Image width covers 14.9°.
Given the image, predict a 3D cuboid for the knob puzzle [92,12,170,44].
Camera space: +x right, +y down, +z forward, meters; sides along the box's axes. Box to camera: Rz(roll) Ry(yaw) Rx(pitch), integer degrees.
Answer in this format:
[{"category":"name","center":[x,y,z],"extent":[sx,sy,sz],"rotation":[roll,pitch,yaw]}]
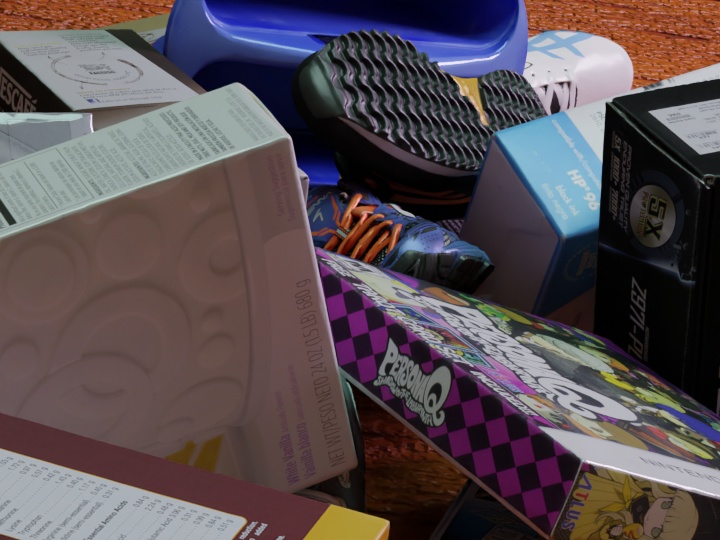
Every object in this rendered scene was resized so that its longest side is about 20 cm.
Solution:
[{"category":"knob puzzle","center":[-0.063,-0.112,1.548],"extent":[0.218,0.031,0.220],"rotation":[-11,23,5]}]

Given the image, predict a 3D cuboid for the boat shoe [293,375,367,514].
[{"category":"boat shoe","center":[-0.032,0.090,1.062],"extent":[0.072,0.062,0.200],"rotation":[11,23,-2]}]

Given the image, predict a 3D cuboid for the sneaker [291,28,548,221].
[{"category":"sneaker","center":[0.017,-0.053,1.280],"extent":[0.200,0.090,0.070],"rotation":[6,55,-57]}]

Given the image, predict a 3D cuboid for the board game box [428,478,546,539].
[{"category":"board game box","center":[0.133,0.121,1.083],"extent":[0.199,0.035,0.126],"rotation":[14,22,14]}]

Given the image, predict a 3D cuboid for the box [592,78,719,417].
[{"category":"box","center":[0.207,-0.001,1.197],"extent":[0.199,0.165,0.086],"rotation":[-11,31,-21]}]

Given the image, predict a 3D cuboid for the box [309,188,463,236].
[{"category":"box","center":[0.035,-0.017,1.391],"extent":[0.199,0.036,0.143],"rotation":[-1,24,-19]}]

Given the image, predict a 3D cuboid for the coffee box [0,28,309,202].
[{"category":"coffee box","center":[-0.106,-0.027,1.257],"extent":[0.079,0.114,0.200],"rotation":[-4,25,-28]}]

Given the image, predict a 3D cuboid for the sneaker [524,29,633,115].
[{"category":"sneaker","center":[0.077,-0.087,1.529],"extent":[0.199,0.072,0.072],"rotation":[-14,29,-32]}]

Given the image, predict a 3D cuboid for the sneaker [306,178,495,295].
[{"category":"sneaker","center":[0.000,0.000,1.205],"extent":[0.078,0.075,0.200],"rotation":[42,-7,-6]}]

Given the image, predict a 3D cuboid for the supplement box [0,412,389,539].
[{"category":"supplement box","center":[-0.121,0.144,0.800],"extent":[0.199,0.134,0.197],"rotation":[14,23,14]}]

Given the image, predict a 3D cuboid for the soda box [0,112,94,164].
[{"category":"soda box","center":[-0.159,-0.001,1.093],"extent":[0.063,0.069,0.200],"rotation":[-2,-15,-23]}]

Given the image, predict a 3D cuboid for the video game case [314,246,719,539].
[{"category":"video game case","center":[0.084,0.060,1.048],"extent":[0.181,0.036,0.200],"rotation":[18,12,-38]}]

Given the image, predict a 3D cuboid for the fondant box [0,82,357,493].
[{"category":"fondant box","center":[-0.110,0.036,0.983],"extent":[0.199,0.145,0.058],"rotation":[-20,32,-14]}]

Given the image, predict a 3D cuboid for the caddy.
[{"category":"caddy","center":[-0.013,-0.114,1.368],"extent":[0.199,0.142,0.105],"rotation":[1,20,-28]}]

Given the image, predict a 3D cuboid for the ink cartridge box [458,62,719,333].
[{"category":"ink cartridge box","center":[0.148,-0.030,1.284],"extent":[0.199,0.116,0.068],"rotation":[-18,59,-25]}]
